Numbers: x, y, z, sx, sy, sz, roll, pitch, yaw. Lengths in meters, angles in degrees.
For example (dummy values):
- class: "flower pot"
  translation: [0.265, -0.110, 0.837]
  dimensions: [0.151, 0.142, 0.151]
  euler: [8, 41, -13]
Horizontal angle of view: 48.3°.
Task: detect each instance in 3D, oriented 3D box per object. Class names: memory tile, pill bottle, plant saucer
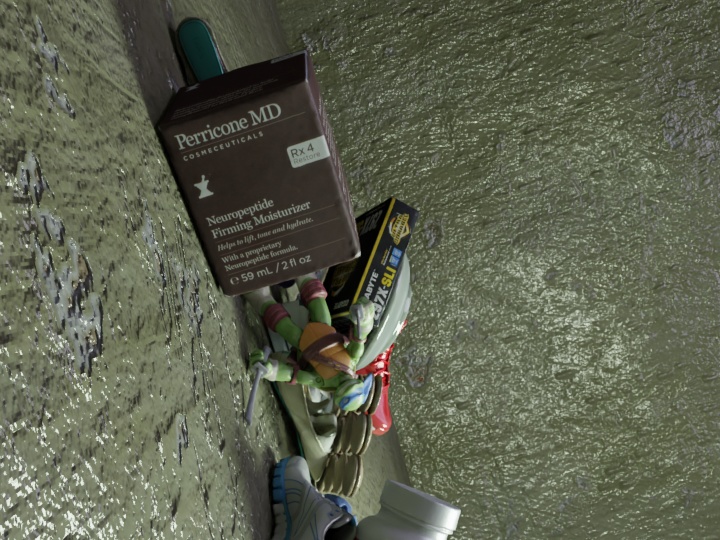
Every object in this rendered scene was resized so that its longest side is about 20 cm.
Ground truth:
- class: "memory tile"
  translation: [-0.017, 0.215, 1.051]
  dimensions: [0.200, 0.016, 0.157]
  euler: [140, -37, -70]
- class: "pill bottle"
  translation: [0.030, 0.326, 0.815]
  dimensions: [0.112, 0.110, 0.204]
  euler: [61, 49, -75]
- class: "plant saucer"
  translation: [0.024, 0.056, 1.102]
  dimensions: [0.202, 0.049, 0.202]
  euler: [-59, -165, 26]

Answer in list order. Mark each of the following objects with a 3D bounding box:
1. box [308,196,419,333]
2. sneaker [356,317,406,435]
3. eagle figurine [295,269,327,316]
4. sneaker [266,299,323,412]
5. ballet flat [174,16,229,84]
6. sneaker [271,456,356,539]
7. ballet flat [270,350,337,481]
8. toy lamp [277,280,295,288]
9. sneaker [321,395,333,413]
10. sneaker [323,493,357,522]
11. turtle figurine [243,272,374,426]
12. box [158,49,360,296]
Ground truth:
- class: "box"
  translation: [0.000, 0.000, 1.089]
  dimensions: [0.163, 0.049, 0.199]
  euler: [-67, -166, -14]
- class: "sneaker"
  translation: [0.025, 0.129, 1.180]
  dimensions: [0.078, 0.114, 0.204]
  euler: [4, 60, -62]
- class: "eagle figurine"
  translation: [-0.060, 0.053, 1.304]
  dimensions: [0.202, 0.148, 0.154]
  euler: [-110, -158, -55]
- class: "sneaker"
  translation: [-0.072, 0.137, 1.109]
  dimensions: [0.073, 0.069, 0.204]
  euler: [-98, 171, -70]
- class: "ballet flat"
  translation: [-0.182, -0.222, 1.023]
  dimensions: [0.062, 0.066, 0.205]
  euler: [-166, -120, -82]
- class: "sneaker"
  translation: [-0.046, 0.261, 0.830]
  dimensions: [0.201, 0.085, 0.076]
  euler: [-103, 173, -64]
- class: "ballet flat"
  translation: [-0.063, 0.190, 1.047]
  dimensions: [0.070, 0.068, 0.204]
  euler: [-101, 174, -62]
- class: "toy lamp"
  translation: [-0.120, -0.036, 1.264]
  dimensions: [0.201, 0.057, 0.059]
  euler: [-100, 173, -62]
- class: "sneaker"
  translation: [-0.049, 0.180, 1.205]
  dimensions: [0.074, 0.079, 0.204]
  euler: [-100, 173, -67]
- class: "sneaker"
  translation: [-0.026, 0.353, 0.900]
  dimensions: [0.115, 0.079, 0.203]
  euler: [53, 14, -71]
- class: "turtle figurine"
  translation: [-0.062, 0.061, 0.924]
  dimensions: [0.198, 0.144, 0.195]
  euler: [14, 33, -53]
- class: "box"
  translation: [-0.105, -0.112, 0.898]
  dimensions: [0.165, 0.162, 0.204]
  euler: [-98, 171, -64]
